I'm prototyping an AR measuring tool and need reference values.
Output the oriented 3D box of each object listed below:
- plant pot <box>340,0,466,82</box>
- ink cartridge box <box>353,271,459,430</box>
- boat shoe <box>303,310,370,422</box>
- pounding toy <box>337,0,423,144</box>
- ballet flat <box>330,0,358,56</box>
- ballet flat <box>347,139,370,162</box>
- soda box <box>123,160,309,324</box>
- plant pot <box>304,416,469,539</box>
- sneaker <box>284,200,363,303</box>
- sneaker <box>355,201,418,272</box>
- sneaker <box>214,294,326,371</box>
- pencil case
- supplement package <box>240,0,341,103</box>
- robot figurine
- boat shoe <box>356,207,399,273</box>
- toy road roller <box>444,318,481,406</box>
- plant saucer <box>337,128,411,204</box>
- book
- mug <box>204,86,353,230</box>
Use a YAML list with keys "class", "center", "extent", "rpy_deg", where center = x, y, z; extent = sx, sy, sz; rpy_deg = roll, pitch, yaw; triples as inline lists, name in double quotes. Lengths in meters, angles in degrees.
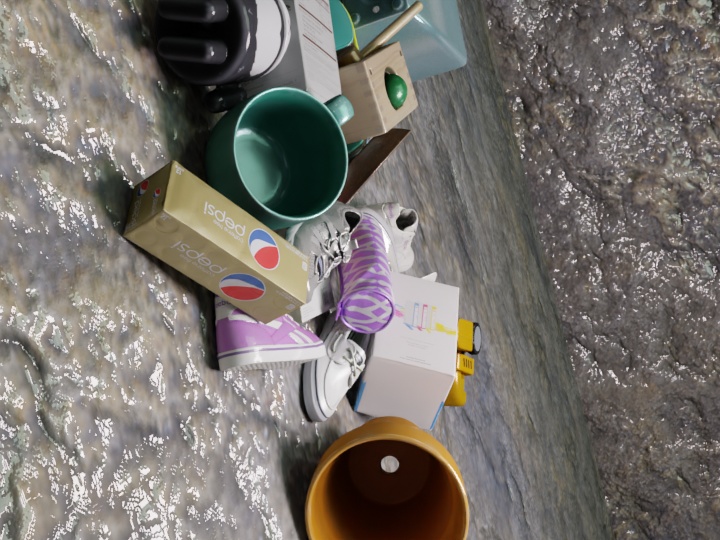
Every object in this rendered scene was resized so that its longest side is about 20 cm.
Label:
- class: "plant pot"
  center: [0.056, -0.456, 1.614]
  extent: [0.199, 0.192, 0.201]
  rpy_deg: [15, 64, -66]
- class: "ink cartridge box"
  center: [0.071, 0.107, 1.368]
  extent: [0.202, 0.122, 0.130]
  rpy_deg: [-81, -175, -47]
- class: "boat shoe"
  center: [-0.027, 0.117, 1.245]
  extent: [0.202, 0.065, 0.074]
  rpy_deg: [-77, 147, -49]
- class: "pounding toy"
  center: [-0.004, -0.276, 1.326]
  extent: [0.184, 0.196, 0.145]
  rpy_deg: [-48, 122, -59]
- class: "ballet flat"
  center: [-0.030, -0.350, 1.515]
  extent: [0.067, 0.065, 0.204]
  rpy_deg: [90, -19, -71]
- class: "ballet flat"
  center: [-0.013, -0.190, 1.464]
  extent: [0.201, 0.073, 0.075]
  rpy_deg: [-66, 139, -55]
- class: "soda box"
  center: [-0.143, -0.024, 0.947]
  extent: [0.199, 0.067, 0.065]
  rpy_deg: [36, 43, -37]
- class: "plant pot"
  center: [0.036, 0.275, 1.174]
  extent: [0.183, 0.196, 0.204]
  rpy_deg: [-72, 145, -79]
- class: "sneaker"
  center: [-0.044, -0.032, 1.126]
  extent: [0.202, 0.080, 0.076]
  rpy_deg: [-74, 166, -50]
- class: "sneaker"
  center: [0.063, -0.053, 1.535]
  extent: [0.200, 0.098, 0.076]
  rpy_deg: [43, 37, -58]
- class: "sneaker"
  center: [-0.103, 0.056, 1.078]
  extent: [0.200, 0.071, 0.117]
  rpy_deg: [16, 60, -67]
- class: "pencil case"
  center: [0.000, 0.000, 1.302]
  extent: [0.202, 0.084, 0.085]
  rpy_deg: [-101, -154, -55]
- class: "supplement package"
  center: [-0.105, -0.294, 1.209]
  extent: [0.117, 0.115, 0.205]
  rpy_deg: [18, 60, -63]
- class: "robot figurine"
  center: [-0.155, -0.277, 1.054]
  extent: [0.125, 0.150, 0.200]
  rpy_deg: [46, 23, 3]
- class: "boat shoe"
  center: [0.023, 0.000, 1.450]
  extent: [0.070, 0.069, 0.203]
  rpy_deg: [-72, 150, -58]
- class: "toy road roller"
  center: [0.133, 0.155, 1.577]
  extent: [0.199, 0.120, 0.150]
  rpy_deg: [27, 64, -65]
- class: "plant saucer"
  center: [-0.005, -0.136, 1.321]
  extent: [0.037, 0.201, 0.201]
  rpy_deg: [41, 27, -3]
- class: "book"
  center: [-0.085, -0.039, 1.218]
  extent: [0.133, 0.047, 0.205]
  rpy_deg: [-20, 99, -70]
- class: "mug"
  center: [-0.093, -0.126, 1.082]
  extent: [0.182, 0.114, 0.156]
  rpy_deg: [-5, 86, -35]
